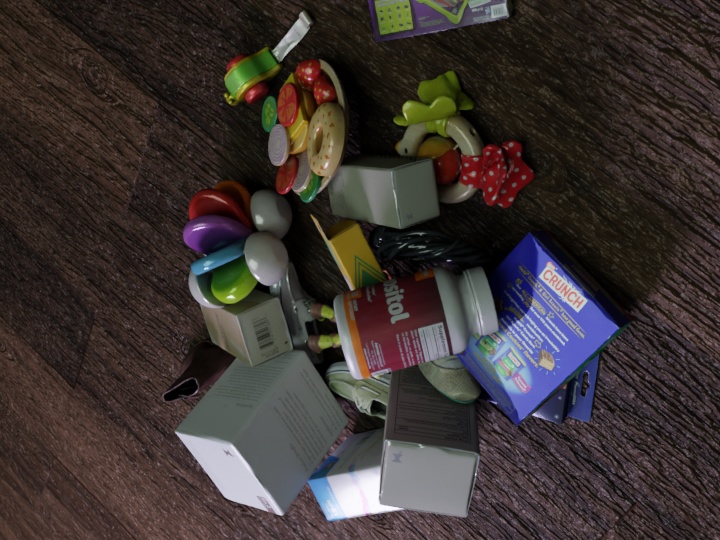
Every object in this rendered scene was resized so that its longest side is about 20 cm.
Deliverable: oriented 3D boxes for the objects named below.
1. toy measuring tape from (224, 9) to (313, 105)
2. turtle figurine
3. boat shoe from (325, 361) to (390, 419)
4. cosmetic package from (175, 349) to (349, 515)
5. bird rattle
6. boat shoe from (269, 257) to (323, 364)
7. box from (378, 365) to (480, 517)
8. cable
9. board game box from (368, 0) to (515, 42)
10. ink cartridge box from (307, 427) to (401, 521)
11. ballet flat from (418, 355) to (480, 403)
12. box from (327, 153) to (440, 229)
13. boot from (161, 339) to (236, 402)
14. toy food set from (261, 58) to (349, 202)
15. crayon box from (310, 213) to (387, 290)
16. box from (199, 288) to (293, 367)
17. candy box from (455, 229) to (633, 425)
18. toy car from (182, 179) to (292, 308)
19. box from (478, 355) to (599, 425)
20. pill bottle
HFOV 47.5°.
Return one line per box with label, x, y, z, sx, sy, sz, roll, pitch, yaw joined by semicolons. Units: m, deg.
toy measuring tape;-0.148;-0.309;1.217;0.199;0.073;0.074;-37;88;38
turtle figurine;-0.008;0.102;1.286;0.159;0.064;0.205;-1;97;33
boat shoe;0.022;0.199;1.314;0.196;0.062;0.073;11;137;29
cosmetic package;-0.158;0.256;1.343;0.163;0.201;0.167;-1;128;45
bird rattle;0.129;-0.160;1.104;0.200;0.113;0.163;46;142;-6
boat shoe;-0.099;0.065;1.354;0.065;0.074;0.204;0;120;17
box;0.095;0.228;1.146;0.125;0.201;0.111;8;117;3
cable;0.096;-0.021;1.105;0.160;0.200;0.052;16;87;-13
board game box;0.097;-0.372;1.055;0.196;0.032;0.122;0;114;32
ink cartridge box;0.037;0.318;1.313;0.198;0.144;0.086;-23;97;38
ballet flat;0.108;0.114;1.180;0.200;0.066;0.064;-135;38;-52
box;0.025;-0.114;1.131;0.199;0.067;0.084;20;123;59
boot;-0.301;0.184;1.465;0.198;0.166;0.073;-24;97;37
toy food set;-0.080;-0.202;1.181;0.198;0.048;0.204;-42;56;48
crayon box;0.000;0.000;1.165;0.051;0.126;0.203;-29;100;-3
box;-0.194;0.085;1.357;0.199;0.077;0.097;12;121;61
candy box;0.231;0.075;1.098;0.170;0.077;0.201;49;120;16
toy car;-0.208;-0.052;1.276;0.173;0.203;0.150;-20;140;29
box;0.238;0.145;1.180;0.197;0.032;0.124;13;116;27
pill bottle;0.072;0.061;1.053;0.196;0.113;0.115;-15;104;2
